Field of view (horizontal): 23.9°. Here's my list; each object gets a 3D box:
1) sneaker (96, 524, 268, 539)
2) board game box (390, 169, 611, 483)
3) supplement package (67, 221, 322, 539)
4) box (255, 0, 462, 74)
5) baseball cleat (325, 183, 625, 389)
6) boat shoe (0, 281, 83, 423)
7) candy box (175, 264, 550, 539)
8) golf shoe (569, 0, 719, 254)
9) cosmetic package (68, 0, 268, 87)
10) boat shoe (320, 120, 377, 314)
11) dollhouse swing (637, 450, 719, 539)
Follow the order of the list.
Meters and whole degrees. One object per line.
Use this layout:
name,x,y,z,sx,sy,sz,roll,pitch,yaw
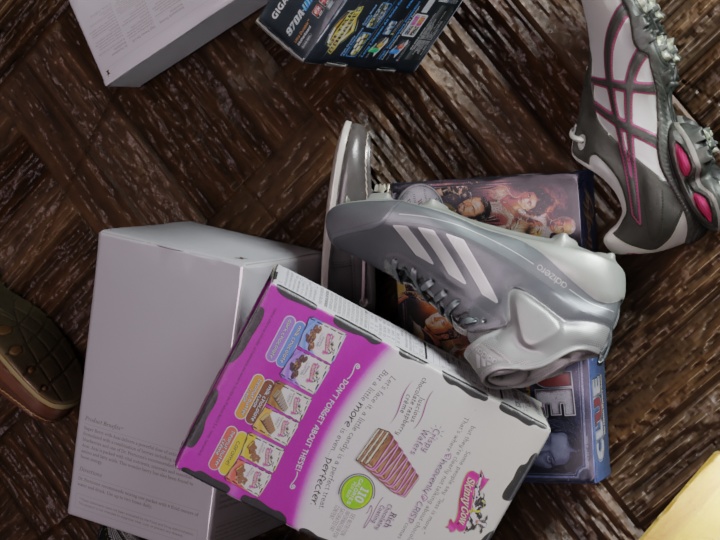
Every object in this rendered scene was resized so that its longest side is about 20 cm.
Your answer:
sneaker,-0.091,0.216,1.193,0.199,0.078,0.086,24,110,1
board game box,0.092,0.038,1.124,0.134,0.035,0.202,-3,93,26
supplement package,-0.112,0.077,1.181,0.120,0.120,0.202,13,100,26
box,0.039,-0.217,1.062,0.046,0.159,0.201,42,111,18
baseball cleat,0.062,0.013,1.060,0.198,0.070,0.107,11,71,19
boat shoe,-0.286,0.053,1.297,0.200,0.072,0.068,41,115,25
candy box,0.002,0.104,1.074,0.199,0.061,0.137,28,102,-5
golf shoe,0.161,-0.108,1.051,0.087,0.077,0.202,-22,85,20
cosmetic package,-0.110,-0.212,1.196,0.199,0.051,0.083,-28,80,26
boat shoe,0.000,0.000,1.157,0.056,0.067,0.202,7,102,0
dollhouse swing,0.233,0.260,1.035,0.200,0.176,0.182,39,68,19
